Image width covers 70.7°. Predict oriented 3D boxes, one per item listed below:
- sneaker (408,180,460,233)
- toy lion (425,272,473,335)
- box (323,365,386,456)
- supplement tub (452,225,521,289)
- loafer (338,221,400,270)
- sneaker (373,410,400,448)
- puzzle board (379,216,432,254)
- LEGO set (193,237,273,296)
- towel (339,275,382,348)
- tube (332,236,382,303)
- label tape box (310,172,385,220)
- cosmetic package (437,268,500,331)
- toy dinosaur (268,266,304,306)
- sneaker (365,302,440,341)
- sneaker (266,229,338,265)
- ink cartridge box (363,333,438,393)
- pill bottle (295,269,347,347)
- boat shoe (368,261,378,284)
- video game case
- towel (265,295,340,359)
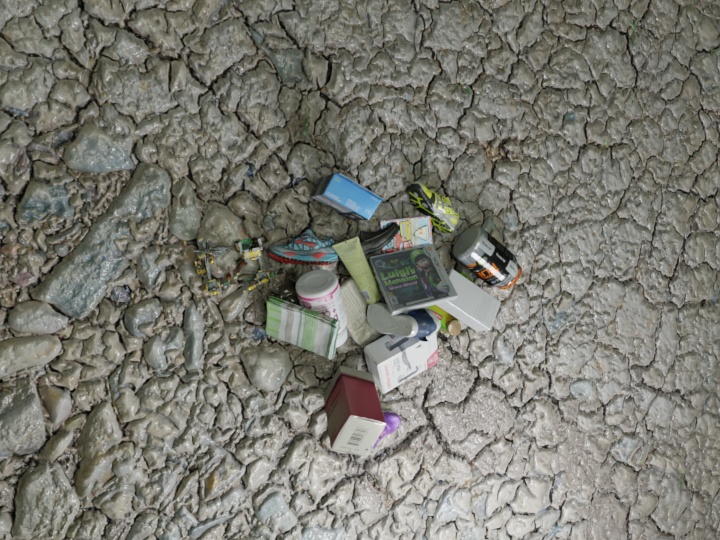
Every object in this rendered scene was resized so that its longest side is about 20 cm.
[{"bbox_3d":[0.219,-0.198,1.509,0.200,0.075,0.076,44,72,-28],"label":"sneaker"},{"bbox_3d":[0.263,0.086,1.553,0.200,0.069,0.192,29,78,-19],"label":"toy lion"},{"bbox_3d":[-0.021,0.379,1.384,0.109,0.200,0.128,18,113,-20],"label":"box"},{"bbox_3d":[0.390,-0.035,1.551,0.200,0.122,0.123,35,83,-18],"label":"supplement tub"},{"bbox_3d":[0.021,-0.083,1.435,0.200,0.073,0.072,-36,99,-6],"label":"loafer"},{"bbox_3d":[0.035,0.482,1.488,0.200,0.088,0.081,-20,100,-18],"label":"sneaker"},{"bbox_3d":[0.139,-0.053,1.491,0.150,0.017,0.201,-5,97,0],"label":"puzzle board"},{"bbox_3d":[-0.320,-0.012,1.301,0.199,0.116,0.154,-4,96,-19],"label":"LEGO set"},{"bbox_3d":[-0.001,0.113,1.472,0.132,0.034,0.200,-35,104,-15],"label":"towel"},{"bbox_3d":[0.000,0.000,1.397,0.058,0.052,0.200,-39,119,-20],"label":"tube"},{"bbox_3d":[-0.037,-0.191,1.343,0.143,0.200,0.066,27,88,-20],"label":"label tape box"},{"bbox_3d":[0.310,0.090,1.508,0.200,0.074,0.102,33,69,-15],"label":"cosmetic package"},{"bbox_3d":[-0.193,0.094,1.379,0.102,0.077,0.201,-7,93,-5],"label":"toy dinosaur"},{"bbox_3d":[0.128,0.137,1.425,0.146,0.200,0.081,-1,101,-41],"label":"sneaker"},{"bbox_3d":[-0.160,-0.065,1.389,0.199,0.079,0.096,4,80,-26],"label":"sneaker"},{"bbox_3d":[0.120,0.244,1.471,0.200,0.085,0.146,-25,134,-14],"label":"ink cartridge box"},{"bbox_3d":[-0.099,0.108,1.366,0.113,0.113,0.200,-24,126,-16],"label":"pill bottle"},{"bbox_3d":[0.092,0.045,1.462,0.200,0.063,0.071,30,45,6],"label":"boat shoe"},{"bbox_3d":[0.145,0.020,1.404,0.199,0.023,0.182,-13,60,-17],"label":"video game case"},{"bbox_3d":[-0.156,0.155,1.331,0.199,0.031,0.149,18,130,8],"label":"towel"}]
